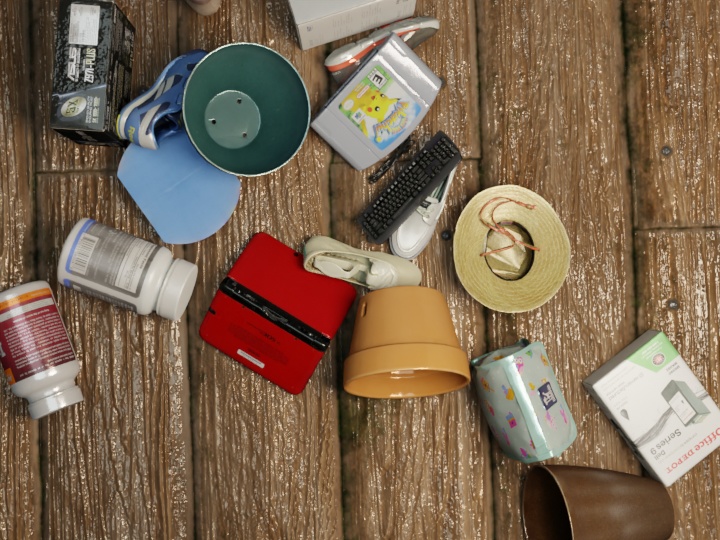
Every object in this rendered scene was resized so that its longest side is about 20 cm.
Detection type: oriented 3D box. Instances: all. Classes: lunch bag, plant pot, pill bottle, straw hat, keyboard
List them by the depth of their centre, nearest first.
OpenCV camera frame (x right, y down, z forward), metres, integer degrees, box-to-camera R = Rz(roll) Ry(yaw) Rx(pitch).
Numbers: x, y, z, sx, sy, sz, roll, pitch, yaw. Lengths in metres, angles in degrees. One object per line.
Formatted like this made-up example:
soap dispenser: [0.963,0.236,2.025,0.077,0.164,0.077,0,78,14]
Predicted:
lunch bag: [0.250,0.201,1.617,0.121,0.200,0.172,-21,87,-1]
plant pot: [0.069,0.110,1.634,0.197,0.200,0.142,-2,72,0]
plant pot: [0.379,0.386,1.636,0.197,0.187,0.190,-5,88,-15]
plant pot: [-0.190,-0.246,1.654,0.197,0.135,0.203,0,91,-17]
pill bottle: [-0.514,0.127,1.661,0.112,0.113,0.202,-22,88,-1]
pill bottle: [-0.367,0.002,1.666,0.198,0.114,0.115,21,88,0]
straw hat: [0.236,-0.029,1.683,0.198,0.085,0.204,0,82,-1]
keyboard: [0.066,-0.146,1.683,0.200,0.021,0.127,-46,48,8]

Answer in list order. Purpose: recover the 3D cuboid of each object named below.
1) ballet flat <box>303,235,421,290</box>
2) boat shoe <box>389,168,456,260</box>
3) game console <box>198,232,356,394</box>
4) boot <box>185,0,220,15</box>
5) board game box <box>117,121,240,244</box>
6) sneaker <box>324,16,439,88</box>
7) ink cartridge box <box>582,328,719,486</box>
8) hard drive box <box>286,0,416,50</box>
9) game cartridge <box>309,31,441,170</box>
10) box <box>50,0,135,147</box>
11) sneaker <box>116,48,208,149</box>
ballet flat: [0.000,0.000,1.687,0.197,0.069,0.070,15,88,2]
boat shoe: [0.099,-0.114,1.694,0.073,0.067,0.202,21,88,1]
game console: [-0.135,0.071,1.712,0.198,0.119,0.173,31,119,2]
boot: [-0.290,-0.488,1.666,0.070,0.146,0.200,-43,88,0]
board game box: [-0.293,-0.142,1.709,0.157,0.039,0.201,-36,89,-11]
sneaker: [0.042,-0.349,1.711,0.198,0.077,0.083,-23,111,2]
ink cartridge box: [0.476,0.218,1.675,0.145,0.084,0.201,-37,89,-1]
hard drive box: [-0.015,-0.430,1.661,0.197,0.156,0.078,-18,88,-1]
game cartridge: [0.030,-0.263,1.682,0.133,0.041,0.200,40,101,-22]
box: [-0.419,-0.307,1.651,0.085,0.164,0.203,4,89,0]
sneaker: [-0.296,-0.268,1.674,0.082,0.074,0.201,31,72,25]
